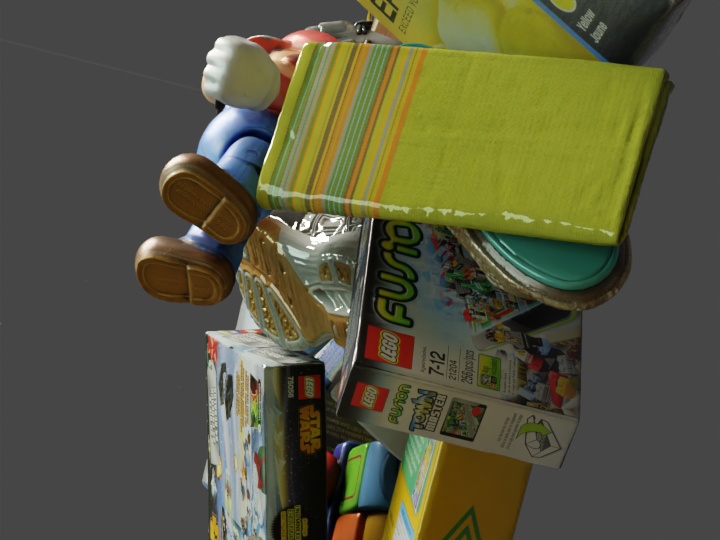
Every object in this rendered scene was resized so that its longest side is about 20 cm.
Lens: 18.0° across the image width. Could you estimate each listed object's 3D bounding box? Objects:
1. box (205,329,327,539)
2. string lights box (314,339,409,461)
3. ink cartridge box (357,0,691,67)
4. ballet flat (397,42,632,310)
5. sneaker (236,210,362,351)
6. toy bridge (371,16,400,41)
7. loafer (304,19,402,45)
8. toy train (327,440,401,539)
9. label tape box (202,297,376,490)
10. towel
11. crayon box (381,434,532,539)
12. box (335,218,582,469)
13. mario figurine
[{"bbox_3d":[-0.054,0.142,1.300,0.137,0.040,0.202,-159,67,-71],"label":"box"},{"bbox_3d":[0.027,0.044,1.333,0.103,0.059,0.200,-48,5,-1],"label":"string lights box"},{"bbox_3d":[0.055,-0.155,1.063,0.047,0.200,0.198,-46,-7,-22],"label":"ink cartridge box"},{"bbox_3d":[0.066,-0.033,1.069,0.200,0.070,0.066,55,162,42],"label":"ballet flat"},{"bbox_3d":[0.000,0.000,1.227,0.200,0.087,0.076,20,127,57],"label":"sneaker"},{"bbox_3d":[0.030,-0.134,1.260,0.067,0.027,0.201,1,-71,-67],"label":"toy bridge"},{"bbox_3d":[0.023,-0.133,1.420,0.063,0.199,0.072,-49,57,38],"label":"loafer"},{"bbox_3d":[0.006,0.195,1.335,0.116,0.084,0.201,148,136,-64],"label":"toy train"},{"bbox_3d":[-0.029,0.122,1.480,0.066,0.143,0.201,5,77,43],"label":"label tape box"},{"bbox_3d":[0.044,-0.059,1.039,0.018,0.199,0.087,36,-113,-52],"label":"towel"},{"bbox_3d":[0.044,0.138,1.176,0.126,0.051,0.201,-111,34,-81],"label":"crayon box"},{"bbox_3d":[0.052,0.003,1.107,0.201,0.109,0.035,-83,9,-49],"label":"box"},{"bbox_3d":[-0.069,-0.067,1.173,0.123,0.106,0.200,-25,18,30],"label":"mario figurine"}]
